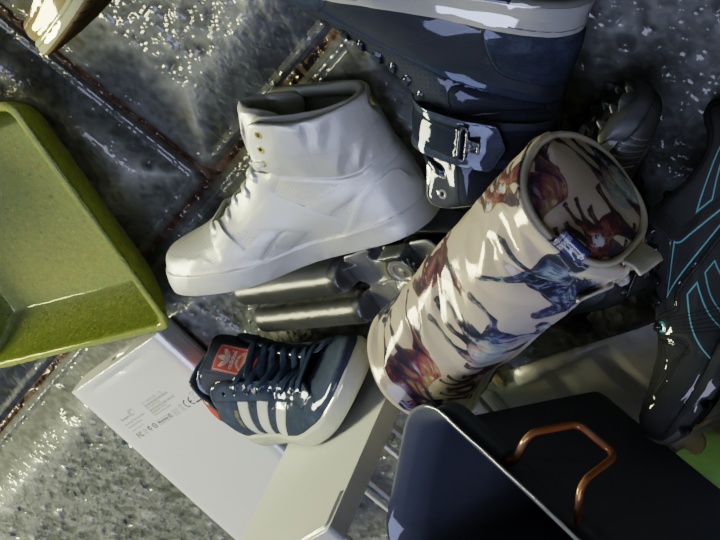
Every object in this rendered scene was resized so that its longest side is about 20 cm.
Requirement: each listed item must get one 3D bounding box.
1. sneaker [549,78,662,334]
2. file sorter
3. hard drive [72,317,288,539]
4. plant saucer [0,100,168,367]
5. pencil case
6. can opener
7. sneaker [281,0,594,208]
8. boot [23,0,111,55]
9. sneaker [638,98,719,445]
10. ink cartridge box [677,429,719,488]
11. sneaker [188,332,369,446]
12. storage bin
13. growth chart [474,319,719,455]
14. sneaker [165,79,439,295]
[{"bbox_3d":[0.141,-0.030,0.827,0.090,0.067,0.200,24,137,-3],"label":"sneaker"},{"bbox_3d":[0.018,0.156,0.952,0.124,0.200,0.139,40,134,-13],"label":"file sorter"},{"bbox_3d":[-0.120,0.134,1.123,0.200,0.026,0.132,44,133,-15],"label":"hard drive"},{"bbox_3d":[-0.253,-0.030,1.029,0.199,0.048,0.200,-14,121,34],"label":"plant saucer"},{"bbox_3d":[0.078,0.013,0.791,0.090,0.078,0.200,58,140,16],"label":"pencil case"},{"bbox_3d":[0.000,0.000,0.937,0.199,0.067,0.053,-7,127,47],"label":"can opener"},{"bbox_3d":[0.022,-0.113,0.800,0.201,0.077,0.147,16,131,12],"label":"sneaker"},{"bbox_3d":[-0.189,-0.234,0.804,0.154,0.072,0.200,34,130,-5],"label":"boot"},{"bbox_3d":[0.195,0.000,0.788,0.079,0.075,0.201,26,101,18],"label":"sneaker"},{"bbox_3d":[0.210,0.159,0.968,0.145,0.048,0.201,12,135,17],"label":"ink cartridge box"},{"bbox_3d":[-0.064,0.074,0.976,0.084,0.075,0.200,33,152,-15],"label":"sneaker"},{"bbox_3d":[0.130,0.145,0.788,0.200,0.134,0.146,40,132,42],"label":"storage bin"},{"bbox_3d":[0.168,0.079,0.891,0.199,0.018,0.145,-18,133,24],"label":"growth chart"},{"bbox_3d":[-0.060,-0.059,0.899,0.199,0.074,0.116,-18,118,25],"label":"sneaker"}]
